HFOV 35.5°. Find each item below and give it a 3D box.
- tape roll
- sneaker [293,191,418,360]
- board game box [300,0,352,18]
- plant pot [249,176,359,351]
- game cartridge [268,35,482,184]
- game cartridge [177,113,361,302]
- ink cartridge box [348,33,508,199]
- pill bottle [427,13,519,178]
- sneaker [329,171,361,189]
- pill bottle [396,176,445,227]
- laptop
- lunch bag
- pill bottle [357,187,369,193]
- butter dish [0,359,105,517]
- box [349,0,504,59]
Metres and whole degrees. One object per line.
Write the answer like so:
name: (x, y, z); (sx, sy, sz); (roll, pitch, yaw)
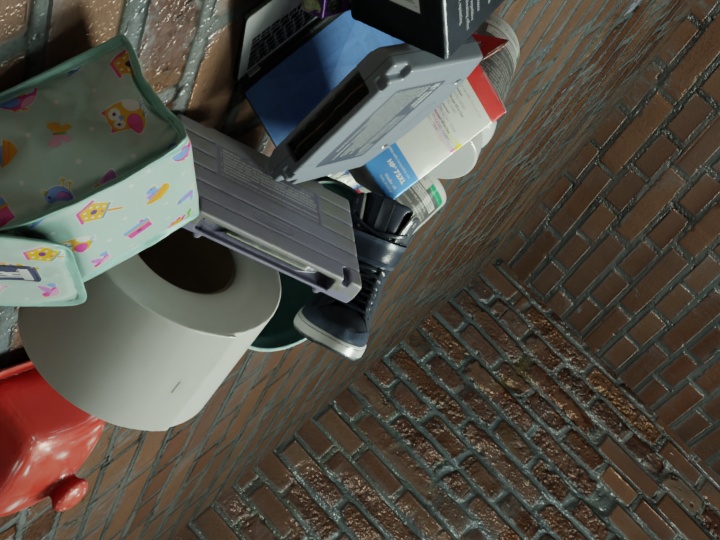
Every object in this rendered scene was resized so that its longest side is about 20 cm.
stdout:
tape roll: (-0.191, 0.024, 1.023); (0.139, 0.203, 0.202); (-50, 169, 32)
sneaker: (-0.001, -0.001, 1.116); (0.147, 0.076, 0.202); (-63, -175, 13)
board game box: (0.027, -0.296, 0.970); (0.200, 0.032, 0.121); (-31, 144, -45)
plant pot: (-0.104, -0.034, 1.213); (0.199, 0.134, 0.202); (-27, 135, -30)
game cartridge: (0.015, -0.147, 1.019); (0.133, 0.042, 0.200); (-25, 171, -43)
game cartridge: (-0.090, -0.057, 1.034); (0.038, 0.199, 0.130); (-47, -147, 27)
ink cartridge box: (0.073, -0.168, 1.202); (0.199, 0.067, 0.116); (-37, -156, -5)
pill bottle: (0.120, -0.214, 1.363); (0.113, 0.112, 0.201); (122, -8, -53)
sneaker: (-0.070, -0.123, 1.345); (0.199, 0.075, 0.089); (-32, 139, -34)
pill bottle: (0.020, -0.078, 1.656); (0.200, 0.113, 0.113); (-43, 170, -11)
laptop: (-0.013, -0.205, 1.051); (0.187, 0.116, 0.200); (-42, 176, -18)
lunch bag: (-0.225, -0.054, 0.821); (0.199, 0.122, 0.170); (-33, 169, -15)
pill bottle: (-0.053, -0.067, 1.461); (0.200, 0.111, 0.111); (-34, 165, -48)
butter dish: (-0.352, 0.194, 1.207); (0.200, 0.148, 0.199); (-49, 170, 22)
box: (0.082, -0.301, 0.911); (0.200, 0.107, 0.149); (-47, 150, -24)
